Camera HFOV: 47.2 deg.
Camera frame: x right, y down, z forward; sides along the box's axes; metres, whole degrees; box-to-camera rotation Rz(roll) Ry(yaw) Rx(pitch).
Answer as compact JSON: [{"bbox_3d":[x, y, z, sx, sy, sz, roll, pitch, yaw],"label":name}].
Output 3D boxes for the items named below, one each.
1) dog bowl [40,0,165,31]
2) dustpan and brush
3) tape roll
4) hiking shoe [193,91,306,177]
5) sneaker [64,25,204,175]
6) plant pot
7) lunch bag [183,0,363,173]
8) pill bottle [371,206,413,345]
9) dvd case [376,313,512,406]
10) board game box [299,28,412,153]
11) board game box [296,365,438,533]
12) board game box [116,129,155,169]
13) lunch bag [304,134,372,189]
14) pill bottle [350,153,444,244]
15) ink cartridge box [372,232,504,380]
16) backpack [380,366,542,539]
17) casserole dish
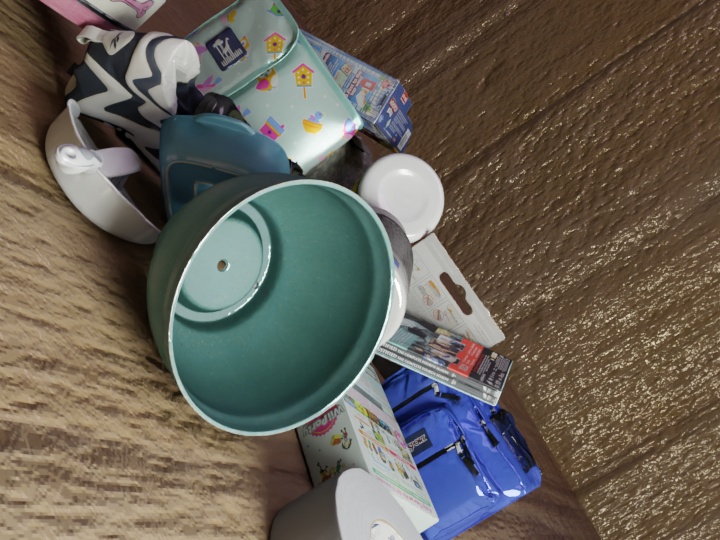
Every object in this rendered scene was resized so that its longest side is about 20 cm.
[{"bbox_3d":[-0.280,-0.290,0.768,0.199,0.074,0.200,35,7,-5],"label":"dog bowl"},{"bbox_3d":[-0.209,-0.080,0.652,0.141,0.057,0.200,57,11,-5],"label":"dustpan and brush"},{"bbox_3d":[0.011,0.263,0.659,0.201,0.066,0.201,55,10,-15],"label":"tape roll"},{"bbox_3d":[-0.097,-0.102,0.802,0.200,0.099,0.077,64,41,-65],"label":"hiking shoe"},{"bbox_3d":[-0.213,-0.152,0.783,0.128,0.080,0.200,22,-24,12],"label":"sneaker"},{"bbox_3d":[-0.090,0.010,0.664,0.134,0.201,0.200,28,-15,47],"label":"plant pot"},{"bbox_3d":[-0.116,-0.198,0.930,0.201,0.169,0.122,55,3,-11],"label":"lunch bag"},{"bbox_3d":[0.000,0.000,0.888,0.114,0.113,0.200,55,16,-11],"label":"pill bottle"},{"bbox_3d":[0.074,0.088,0.948,0.198,0.022,0.146,24,13,11],"label":"dvd case"},{"bbox_3d":[-0.029,-0.243,1.083,0.198,0.062,0.200,34,3,11],"label":"board game box"},{"bbox_3d":[-0.008,0.167,0.854,0.148,0.064,0.201,44,15,-47],"label":"board game box"},{"bbox_3d":[-0.198,-0.134,0.934,0.200,0.034,0.136,48,14,-43],"label":"board game box"},{"bbox_3d":[-0.080,-0.145,1.141,0.141,0.167,0.200,60,11,18],"label":"lunch bag"},{"bbox_3d":[0.032,-0.075,1.104,0.113,0.112,0.200,57,-15,1],"label":"pill bottle"},{"bbox_3d":[0.077,0.057,1.072,0.162,0.199,0.050,54,35,0],"label":"ink cartridge box"},{"bbox_3d":[0.099,0.201,0.977,0.202,0.161,0.167,61,15,18],"label":"backpack"},{"bbox_3d":[-0.128,-0.066,0.758,0.201,0.119,0.039,107,-3,-62],"label":"casserole dish"}]
